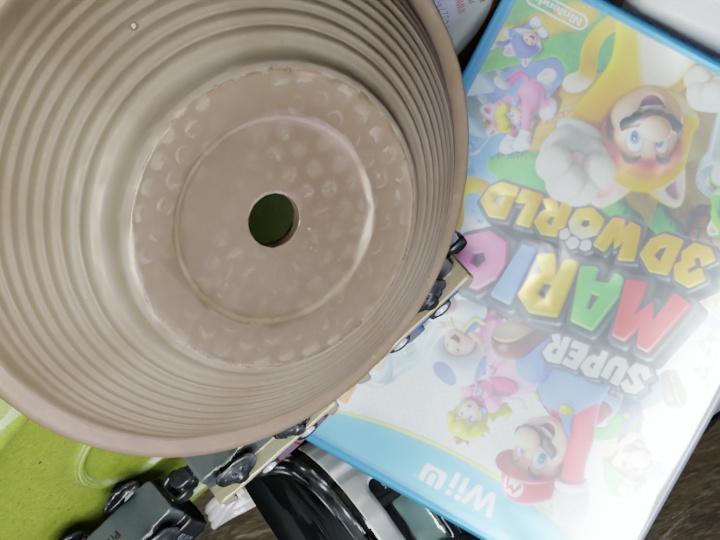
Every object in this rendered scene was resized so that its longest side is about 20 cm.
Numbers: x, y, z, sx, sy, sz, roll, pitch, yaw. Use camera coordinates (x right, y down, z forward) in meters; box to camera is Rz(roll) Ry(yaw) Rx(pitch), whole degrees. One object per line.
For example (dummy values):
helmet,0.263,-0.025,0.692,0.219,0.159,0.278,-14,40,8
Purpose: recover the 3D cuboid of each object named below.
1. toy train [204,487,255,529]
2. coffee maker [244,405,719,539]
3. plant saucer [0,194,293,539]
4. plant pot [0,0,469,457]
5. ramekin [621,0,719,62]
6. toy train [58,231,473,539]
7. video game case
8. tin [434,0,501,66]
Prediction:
toy train,0.024,0.078,1.428,0.200,0.056,0.150,-26,160,-43
coffee maker,0.058,0.068,1.239,0.200,0.135,0.192,-35,163,-13
plant saucer,-0.089,0.051,1.083,0.200,0.031,0.200,-31,154,-17
plant pot,-0.045,-0.026,0.961,0.201,0.093,0.201,-7,109,-22
ramekin,0.165,-0.131,1.166,0.098,0.201,0.201,21,140,3
toy train,-0.034,0.056,1.090,0.200,0.034,0.046,-43,159,6
video game case,0.077,0.005,1.104,0.200,0.143,0.018,-62,174,10
tin,-0.036,-0.086,1.091,0.200,0.042,0.112,-25,145,-6
